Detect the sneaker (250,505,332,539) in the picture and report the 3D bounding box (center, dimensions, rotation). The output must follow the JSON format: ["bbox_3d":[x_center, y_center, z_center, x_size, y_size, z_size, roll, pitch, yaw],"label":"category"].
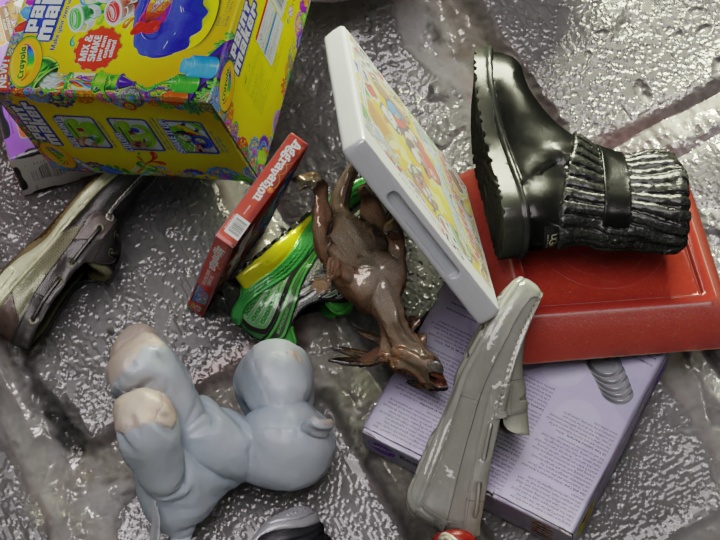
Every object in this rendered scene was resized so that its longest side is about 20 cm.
[{"bbox_3d":[-0.075,0.278,1.536,0.114,0.076,0.200,39,70,21],"label":"sneaker"}]

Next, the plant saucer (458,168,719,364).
[{"bbox_3d":[0.190,-0.020,1.645,0.198,0.037,0.201,-4,51,-8],"label":"plant saucer"}]

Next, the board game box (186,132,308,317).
[{"bbox_3d":[-0.092,-0.033,1.614,0.019,0.200,0.103,36,71,0],"label":"board game box"}]

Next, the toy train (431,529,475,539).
[{"bbox_3d":[0.110,0.229,1.485,0.114,0.200,0.085,-2,65,-3],"label":"toy train"}]

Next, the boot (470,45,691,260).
[{"bbox_3d":[0.171,-0.095,1.630,0.156,0.080,0.213,-5,56,-6],"label":"boot"}]

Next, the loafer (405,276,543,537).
[{"bbox_3d":[0.099,0.104,1.549,0.069,0.070,0.202,23,91,3],"label":"loafer"}]

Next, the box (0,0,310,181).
[{"bbox_3d":[-0.160,-0.190,1.630,0.191,0.122,0.202,3,63,21],"label":"box"}]

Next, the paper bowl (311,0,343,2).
[{"bbox_3d":[-0.017,-0.331,1.778,0.199,0.104,0.203,-8,72,26],"label":"paper bowl"}]

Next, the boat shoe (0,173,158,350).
[{"bbox_3d":[-0.229,-0.015,1.688,0.065,0.073,0.200,41,76,7],"label":"boat shoe"}]

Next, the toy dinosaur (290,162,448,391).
[{"bbox_3d":[0.000,0.000,1.594,0.085,0.136,0.201,-15,52,-2],"label":"toy dinosaur"}]

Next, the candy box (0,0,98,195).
[{"bbox_3d":[-0.219,-0.176,1.755,0.198,0.072,0.169,-16,65,-4],"label":"candy box"}]

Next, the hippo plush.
[{"bbox_3d":[-0.101,0.122,1.564,0.159,0.160,0.202,-12,65,-2],"label":"hippo plush"}]

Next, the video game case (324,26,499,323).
[{"bbox_3d":[0.038,-0.076,1.558,0.023,0.182,0.201,-32,28,13],"label":"video game case"}]

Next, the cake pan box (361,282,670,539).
[{"bbox_3d":[0.121,0.098,1.625,0.199,0.052,0.185,24,67,13],"label":"cake pan box"}]

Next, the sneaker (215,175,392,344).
[{"bbox_3d":[-0.022,-0.010,1.677,0.200,0.078,0.085,-41,87,-14],"label":"sneaker"}]
